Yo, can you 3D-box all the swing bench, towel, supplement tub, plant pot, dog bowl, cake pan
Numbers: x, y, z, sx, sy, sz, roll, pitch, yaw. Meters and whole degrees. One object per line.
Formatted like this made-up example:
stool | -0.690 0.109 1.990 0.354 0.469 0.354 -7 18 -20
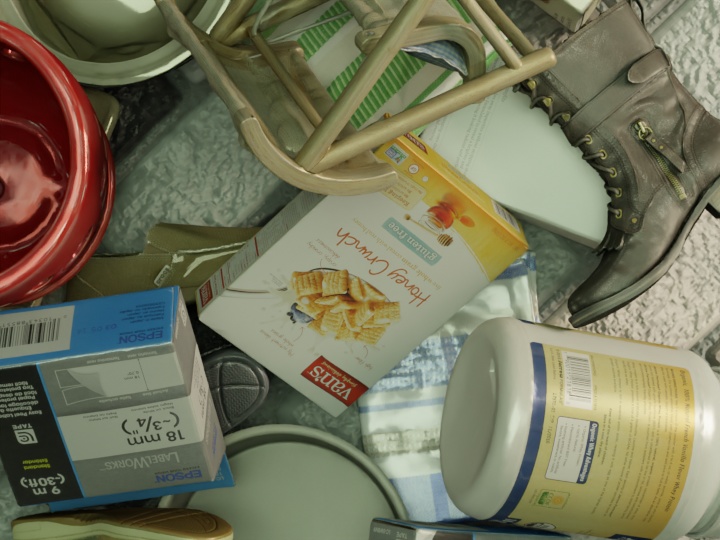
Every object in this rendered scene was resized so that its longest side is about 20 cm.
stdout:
swing bench | -0.011 -0.164 1.620 0.200 0.199 0.130 -38 130 5
towel | 0.006 -0.180 1.735 0.153 0.023 0.200 -44 56 0
supplement tub | 0.170 0.117 1.685 0.200 0.144 0.145 10 88 -15
plant pot | -0.265 -0.067 1.641 0.200 0.182 0.201 -1 86 7
dog bowl | -0.177 -0.228 1.756 0.200 0.074 0.200 -1 85 8
towel | 0.069 0.089 1.767 0.147 0.024 0.200 -7 88 3
cake pan | -0.056 0.213 1.751 0.200 0.037 0.201 0 87 8

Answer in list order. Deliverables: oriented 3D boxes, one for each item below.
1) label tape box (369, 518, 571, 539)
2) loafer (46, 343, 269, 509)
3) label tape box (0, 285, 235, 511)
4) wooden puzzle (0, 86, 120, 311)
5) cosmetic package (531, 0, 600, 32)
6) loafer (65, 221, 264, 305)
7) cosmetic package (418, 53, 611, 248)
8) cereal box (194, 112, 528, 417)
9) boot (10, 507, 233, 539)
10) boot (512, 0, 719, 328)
label tape box | 0.070 0.283 1.697 0.144 0.063 0.200 7 87 -35
loafer | -0.154 0.113 1.761 0.200 0.063 0.072 -28 105 11
label tape box | -0.175 0.112 1.659 0.144 0.063 0.200 -8 130 6
wooden puzzle | -0.296 -0.076 1.757 0.200 0.037 0.185 23 88 8
cosmetic package | 0.101 -0.265 1.741 0.200 0.105 0.071 37 90 5
loafer | -0.128 -0.007 1.752 0.200 0.076 0.068 -18 93 1
cosmetic package | 0.145 -0.086 1.744 0.200 0.081 0.113 23 89 2
cereal box | 0.000 0.000 1.698 0.144 0.040 0.200 37 110 -28
boot | -0.168 0.250 1.714 0.200 0.072 0.155 -4 89 37
boot | 0.171 -0.077 1.675 0.200 0.069 0.174 -44 86 -8
